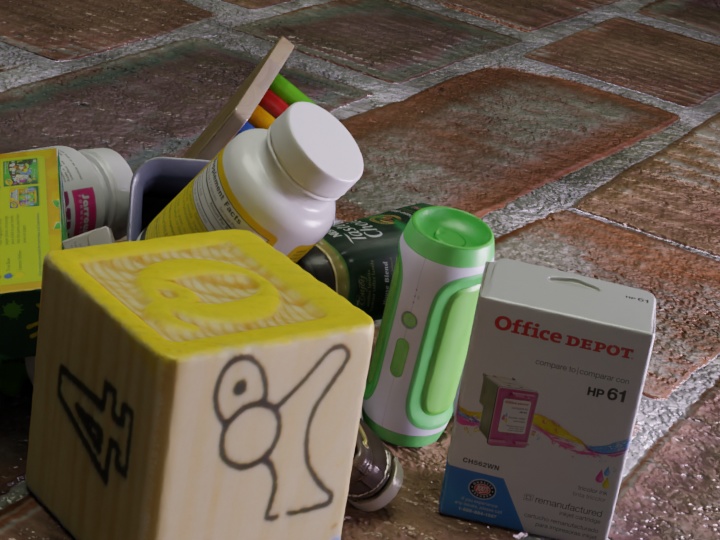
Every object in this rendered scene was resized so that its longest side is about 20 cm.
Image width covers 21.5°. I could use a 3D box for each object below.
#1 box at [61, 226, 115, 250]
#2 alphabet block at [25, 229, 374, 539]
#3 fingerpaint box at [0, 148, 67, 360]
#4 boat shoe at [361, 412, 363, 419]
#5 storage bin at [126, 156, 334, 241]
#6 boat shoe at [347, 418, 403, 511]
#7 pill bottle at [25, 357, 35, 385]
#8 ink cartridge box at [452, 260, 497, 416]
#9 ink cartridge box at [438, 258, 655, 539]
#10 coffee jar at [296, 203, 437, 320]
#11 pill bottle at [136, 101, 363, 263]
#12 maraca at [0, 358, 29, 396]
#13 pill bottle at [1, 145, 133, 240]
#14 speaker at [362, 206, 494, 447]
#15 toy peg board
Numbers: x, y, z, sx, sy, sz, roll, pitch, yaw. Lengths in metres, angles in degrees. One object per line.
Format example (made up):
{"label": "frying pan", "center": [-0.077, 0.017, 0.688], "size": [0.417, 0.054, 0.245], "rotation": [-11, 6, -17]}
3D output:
{"label": "box", "center": [-0.219, -0.012, 1.568], "size": [0.038, 0.042, 0.200], "rotation": [-19, 2, -6]}
{"label": "alphabet block", "center": [-0.126, 0.103, 1.441], "size": [0.194, 0.202, 0.196], "rotation": [-8, 28, -38]}
{"label": "fingerpaint box", "center": [-0.324, -0.009, 1.567], "size": [0.165, 0.074, 0.201], "rotation": [-7, 38, -7]}
{"label": "boat shoe", "center": [-0.042, 0.082, 1.695], "size": [0.069, 0.072, 0.201], "rotation": [3, 23, -17]}
{"label": "storage bin", "center": [-0.136, -0.025, 1.860], "size": [0.198, 0.147, 0.134], "rotation": [4, -5, -12]}
{"label": "boat shoe", "center": [-0.042, 0.125, 1.577], "size": [0.200, 0.072, 0.060], "rotation": [39, -6, 45]}
{"label": "pill bottle", "center": [-0.196, 0.056, 1.645], "size": [0.109, 0.110, 0.199], "rotation": [22, 25, 27]}
{"label": "ink cartridge box", "center": [0.119, 0.064, 1.792], "size": [0.174, 0.085, 0.200], "rotation": [18, 23, 24]}
{"label": "ink cartridge box", "center": [0.151, 0.107, 1.544], "size": [0.143, 0.202, 0.085], "rotation": [11, 22, 5]}
{"label": "coffee jar", "center": [0.000, 0.000, 1.692], "size": [0.199, 0.086, 0.104], "rotation": [-13, 26, -34]}
{"label": "pill bottle", "center": [-0.091, -0.046, 1.580], "size": [0.111, 0.200, 0.112], "rotation": [33, 34, -26]}
{"label": "maraca", "center": [-0.319, 0.028, 1.679], "size": [0.136, 0.107, 0.201], "rotation": [-9, 54, -31]}
{"label": "pill bottle", "center": [-0.324, -0.062, 1.870], "size": [0.113, 0.114, 0.199], "rotation": [27, 28, 37]}
{"label": "speaker", "center": [0.057, 0.049, 1.635], "size": [0.087, 0.202, 0.089], "rotation": [11, 28, -6]}
{"label": "toy peg board", "center": [-0.125, -0.114, 2.007], "size": [0.098, 0.200, 0.200], "rotation": [38, 30, -9]}
